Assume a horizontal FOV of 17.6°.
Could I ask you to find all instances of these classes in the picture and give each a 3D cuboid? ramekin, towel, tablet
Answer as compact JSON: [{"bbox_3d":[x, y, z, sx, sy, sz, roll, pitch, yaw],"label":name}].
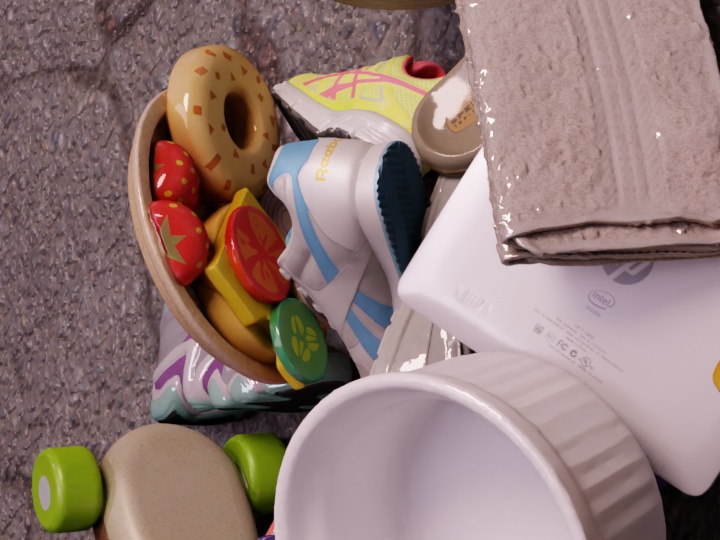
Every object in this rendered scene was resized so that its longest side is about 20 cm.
[{"bbox_3d":[0.061,0.138,1.202,0.200,0.098,0.201,12,111,35],"label":"ramekin"},{"bbox_3d":[0.123,-0.090,1.220,0.035,0.132,0.200,98,166,-57],"label":"towel"},{"bbox_3d":[0.130,0.012,1.220,0.200,0.014,0.130,34,96,16],"label":"tablet"}]

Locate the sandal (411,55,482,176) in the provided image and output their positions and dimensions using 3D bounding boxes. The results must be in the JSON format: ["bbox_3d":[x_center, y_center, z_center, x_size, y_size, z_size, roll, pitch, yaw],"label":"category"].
[{"bbox_3d":[0.100,-0.136,1.312,0.200,0.054,0.080,-44,54,9],"label":"sandal"}]

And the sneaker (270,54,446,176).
[{"bbox_3d":[0.013,-0.096,1.453,0.090,0.078,0.200,-39,25,-10],"label":"sneaker"}]

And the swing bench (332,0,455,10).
[{"bbox_3d":[0.057,-0.284,1.374,0.200,0.129,0.199,-39,56,49],"label":"swing bench"}]

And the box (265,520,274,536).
[{"bbox_3d":[0.009,0.176,1.386,0.103,0.094,0.200,54,126,40],"label":"box"}]

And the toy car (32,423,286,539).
[{"bbox_3d":[-0.141,0.213,1.539,0.200,0.164,0.158,-59,43,46],"label":"toy car"}]

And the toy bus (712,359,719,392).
[{"bbox_3d":[0.255,-0.006,1.110,0.200,0.078,0.065,-61,43,27],"label":"toy bus"}]

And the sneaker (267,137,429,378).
[{"bbox_3d":[0.000,0.000,1.376,0.081,0.077,0.200,8,134,21],"label":"sneaker"}]

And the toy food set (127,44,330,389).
[{"bbox_3d":[-0.068,-0.025,1.411,0.049,0.198,0.200,-23,28,26],"label":"toy food set"}]

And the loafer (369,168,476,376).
[{"bbox_3d":[0.067,0.004,1.340,0.070,0.070,0.200,10,68,22],"label":"loafer"}]

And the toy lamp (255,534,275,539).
[{"bbox_3d":[-0.092,0.231,1.384,0.200,0.058,0.058,-54,46,32],"label":"toy lamp"}]

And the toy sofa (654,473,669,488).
[{"bbox_3d":[0.124,0.020,1.272,0.097,0.083,0.201,3,87,53],"label":"toy sofa"}]

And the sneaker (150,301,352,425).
[{"bbox_3d":[-0.078,0.025,1.536,0.200,0.078,0.140,-12,76,50],"label":"sneaker"}]
